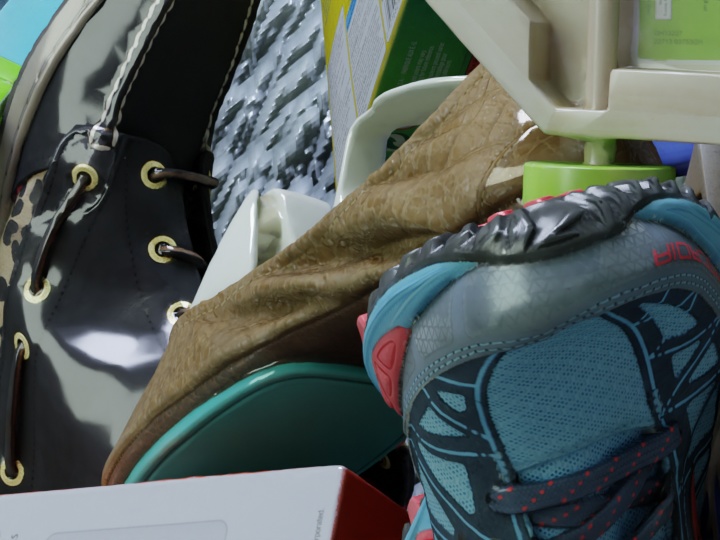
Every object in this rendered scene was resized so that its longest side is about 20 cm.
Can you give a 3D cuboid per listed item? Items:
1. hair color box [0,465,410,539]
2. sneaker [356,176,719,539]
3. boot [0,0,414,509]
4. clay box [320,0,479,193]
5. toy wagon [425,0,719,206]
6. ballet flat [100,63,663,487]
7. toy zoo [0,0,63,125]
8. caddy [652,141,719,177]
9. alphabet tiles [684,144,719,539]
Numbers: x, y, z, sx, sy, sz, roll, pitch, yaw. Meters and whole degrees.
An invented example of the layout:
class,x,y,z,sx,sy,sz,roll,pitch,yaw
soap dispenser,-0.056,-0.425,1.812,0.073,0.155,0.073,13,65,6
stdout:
class,x,y,z,sx,sy,sz,roll,pitch,yaw
hair color box,-0.078,0.117,0.739,0.199,0.064,0.111,-7,60,33
sneaker,0.052,0.061,0.603,0.079,0.200,0.096,-16,56,-6
boot,-0.045,0.011,0.836,0.150,0.073,0.201,34,101,32
clay box,0.017,-0.131,0.849,0.115,0.047,0.201,110,160,-56
toy wagon,0.105,-0.086,0.591,0.199,0.040,0.156,4,96,23
ballet flat,0.000,0.000,0.722,0.200,0.068,0.073,-40,48,45
toy zoo,-0.114,-0.041,0.941,0.200,0.020,0.132,-63,-3,-56
caddy,0.107,-0.112,0.712,0.141,0.105,0.201,-12,63,50
alphabet tiles,0.080,0.080,0.645,0.167,0.008,0.201,94,174,-60
